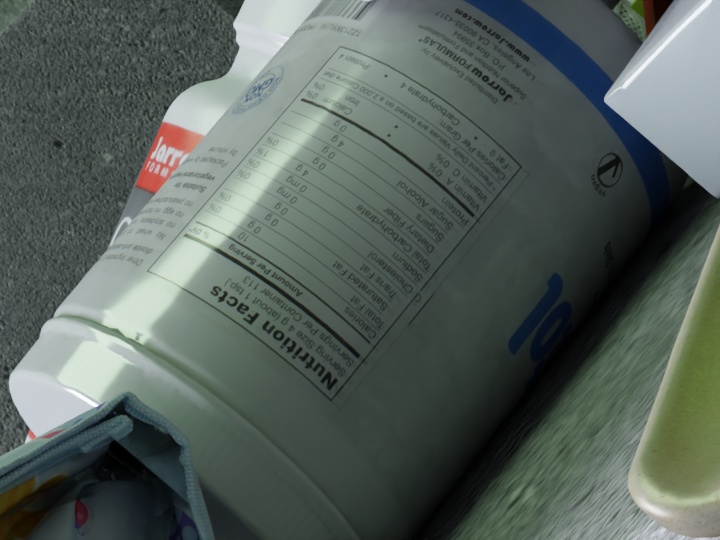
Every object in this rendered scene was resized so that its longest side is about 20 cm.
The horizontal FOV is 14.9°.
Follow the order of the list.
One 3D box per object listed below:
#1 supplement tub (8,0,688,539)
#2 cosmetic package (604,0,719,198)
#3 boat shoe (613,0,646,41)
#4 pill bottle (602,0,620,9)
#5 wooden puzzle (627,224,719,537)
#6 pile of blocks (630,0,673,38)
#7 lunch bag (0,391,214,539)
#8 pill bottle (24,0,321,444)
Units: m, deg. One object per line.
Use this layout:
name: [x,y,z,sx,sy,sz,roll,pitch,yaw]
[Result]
supplement tub: [0.000,0.000,0.868,0.200,0.132,0.132,-51,4,-17]
cosmetic package: [0.166,-0.129,0.815,0.151,0.052,0.200,-43,7,47]
boat shoe: [0.064,-0.048,1.072,0.071,0.069,0.200,-42,9,40]
pill bottle: [0.103,-0.184,0.902,0.200,0.110,0.110,-51,4,-2]
wooden puzzle: [0.132,-0.053,0.550,0.200,0.037,0.185,-48,4,26]
pile of blocks: [0.145,-0.130,0.992,0.200,0.062,0.082,-51,4,-27]
lunch bag: [-0.118,0.135,0.771,0.200,0.127,0.170,-63,8,-17]
pill bottle: [-0.033,0.002,0.995,0.116,0.116,0.200,-172,104,-86]
